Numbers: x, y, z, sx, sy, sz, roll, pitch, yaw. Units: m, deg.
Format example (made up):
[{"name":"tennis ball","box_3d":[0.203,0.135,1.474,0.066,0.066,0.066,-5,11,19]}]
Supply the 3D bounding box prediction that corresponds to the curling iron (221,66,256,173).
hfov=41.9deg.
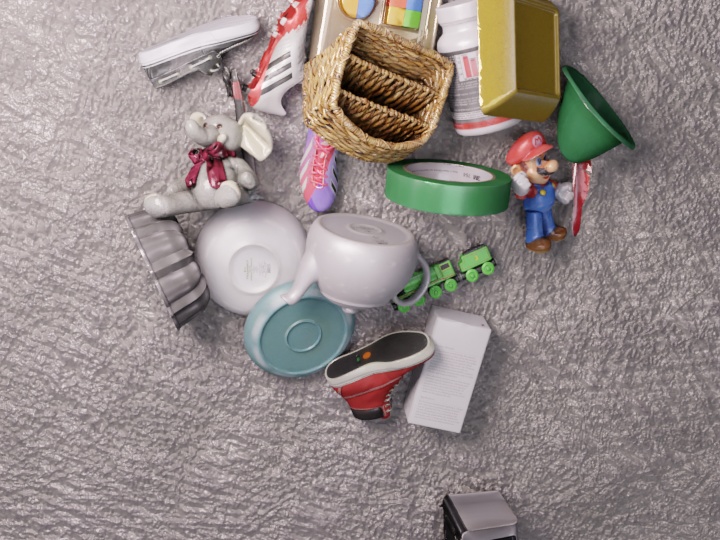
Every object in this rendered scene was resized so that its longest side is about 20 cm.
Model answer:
[{"name":"curling iron","box_3d":[-0.189,-0.231,1.513,0.025,0.050,0.202,-16,114,-9]}]

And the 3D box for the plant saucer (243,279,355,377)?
[{"name":"plant saucer","box_3d":[-0.099,0.106,1.601,0.198,0.027,0.202,-10,124,-14]}]

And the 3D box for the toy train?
[{"name":"toy train","box_3d":[0.139,0.012,1.623,0.198,0.042,0.057,-24,99,2]}]

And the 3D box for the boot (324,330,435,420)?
[{"name":"boot","box_3d":[0.056,0.190,1.636,0.198,0.073,0.145,-22,126,17]}]

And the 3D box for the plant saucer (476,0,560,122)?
[{"name":"plant saucer","box_3d":[0.251,-0.335,1.435,0.048,0.199,0.202,0,94,40]}]

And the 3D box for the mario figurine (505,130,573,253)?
[{"name":"mario figurine","box_3d":[0.304,-0.132,1.555,0.105,0.124,0.202,-11,113,11]}]

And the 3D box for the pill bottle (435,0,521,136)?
[{"name":"pill bottle","box_3d":[0.184,-0.324,1.481,0.115,0.116,0.202,-16,109,-1]}]

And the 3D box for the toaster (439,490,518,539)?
[{"name":"toaster","box_3d":[0.217,0.515,1.719,0.117,0.200,0.183,-5,100,-7]}]

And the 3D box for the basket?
[{"name":"basket","box_3d":[0.029,-0.256,1.411,0.199,0.148,0.144,17,62,-34]}]

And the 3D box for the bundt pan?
[{"name":"bundt pan","box_3d":[-0.300,-0.012,1.495,0.075,0.202,0.204,-26,109,-12]}]

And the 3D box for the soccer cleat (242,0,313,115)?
[{"name":"soccer cleat","box_3d":[-0.112,-0.338,1.476,0.085,0.069,0.201,23,105,-24]}]

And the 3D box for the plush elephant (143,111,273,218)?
[{"name":"plush elephant","box_3d":[-0.223,-0.174,1.454,0.163,0.200,0.157,-5,96,28]}]

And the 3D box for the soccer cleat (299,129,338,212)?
[{"name":"soccer cleat","box_3d":[-0.061,-0.190,1.517,0.066,0.077,0.202,7,105,-5]}]

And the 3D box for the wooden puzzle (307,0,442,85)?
[{"name":"wooden puzzle","box_3d":[0.023,-0.375,1.485,0.198,0.046,0.187,7,107,-8]}]

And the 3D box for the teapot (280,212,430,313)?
[{"name":"teapot","box_3d":[0.000,0.000,1.531,0.198,0.197,0.148,15,110,15]}]

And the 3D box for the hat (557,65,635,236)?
[{"name":"hat","box_3d":[0.329,-0.200,1.524,0.176,0.201,0.165,-42,149,25]}]

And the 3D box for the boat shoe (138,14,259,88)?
[{"name":"boat shoe","box_3d":[-0.244,-0.339,1.464,0.198,0.072,0.071,-16,117,10]}]

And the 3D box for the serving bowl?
[{"name":"serving bowl","box_3d":[-0.178,-0.012,1.568,0.198,0.066,0.202,-2,108,-6]}]

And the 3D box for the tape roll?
[{"name":"tape roll","box_3d":[0.138,-0.134,1.491,0.198,0.201,0.049,3,107,-7]}]

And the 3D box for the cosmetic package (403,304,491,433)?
[{"name":"cosmetic package","box_3d":[0.150,0.174,1.657,0.100,0.071,0.202,13,106,-9]}]
